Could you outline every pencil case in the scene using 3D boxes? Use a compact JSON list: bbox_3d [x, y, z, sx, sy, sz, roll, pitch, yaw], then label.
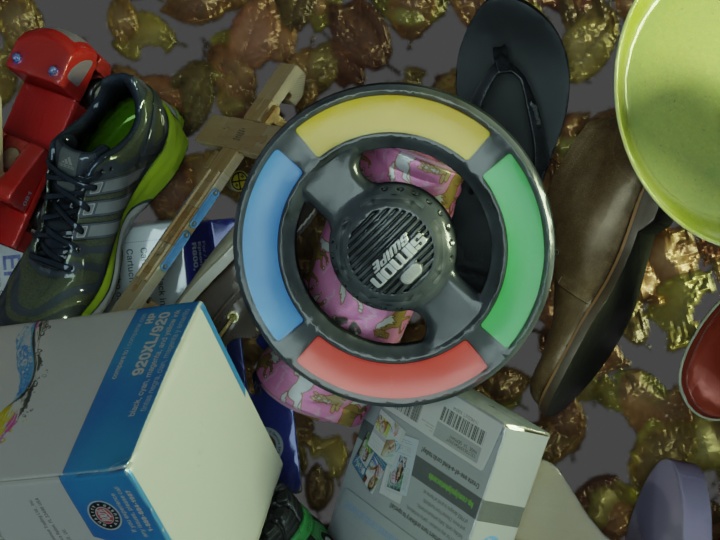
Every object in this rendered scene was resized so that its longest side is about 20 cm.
[{"bbox_3d":[0.000,0.000,1.188,0.086,0.083,0.201,25,104,3],"label":"pencil case"}]

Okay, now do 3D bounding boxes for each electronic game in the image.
[{"bbox_3d":[0.020,-0.014,1.120,0.198,0.042,0.202,1,101,6],"label":"electronic game"}]

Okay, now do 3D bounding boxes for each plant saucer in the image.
[{"bbox_3d":[0.241,-0.112,1.151,0.199,0.031,0.202,0,89,-20],"label":"plant saucer"}]

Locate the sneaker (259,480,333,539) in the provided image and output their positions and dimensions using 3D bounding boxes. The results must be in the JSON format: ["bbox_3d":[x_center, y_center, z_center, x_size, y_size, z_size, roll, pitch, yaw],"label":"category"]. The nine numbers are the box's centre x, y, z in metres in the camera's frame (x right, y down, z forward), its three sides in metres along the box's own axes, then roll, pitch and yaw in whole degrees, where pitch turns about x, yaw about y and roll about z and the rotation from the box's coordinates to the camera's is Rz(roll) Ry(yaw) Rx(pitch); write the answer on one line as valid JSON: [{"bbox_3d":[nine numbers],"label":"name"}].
[{"bbox_3d":[-0.101,0.215,1.219,0.199,0.078,0.085,-27,124,29],"label":"sneaker"}]

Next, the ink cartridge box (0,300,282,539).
[{"bbox_3d":[-0.176,0.127,1.109,0.199,0.145,0.148,-7,128,22],"label":"ink cartridge box"}]

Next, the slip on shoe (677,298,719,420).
[{"bbox_3d":[0.270,0.033,1.147,0.074,0.061,0.200,46,128,-2],"label":"slip on shoe"}]

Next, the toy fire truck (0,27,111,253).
[{"bbox_3d":[-0.239,-0.074,1.176,0.048,0.141,0.201,20,83,18],"label":"toy fire truck"}]

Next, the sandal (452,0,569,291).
[{"bbox_3d":[0.095,-0.079,1.199,0.075,0.043,0.202,6,95,7],"label":"sandal"}]

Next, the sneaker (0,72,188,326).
[{"bbox_3d":[-0.185,-0.043,1.186,0.073,0.081,0.201,14,68,23],"label":"sneaker"}]

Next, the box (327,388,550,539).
[{"bbox_3d":[0.035,0.170,1.174,0.041,0.156,0.201,15,96,-31],"label":"box"}]

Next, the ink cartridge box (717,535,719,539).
[{"bbox_3d":[0.301,0.134,1.135,0.083,0.146,0.201,31,97,6],"label":"ink cartridge box"}]

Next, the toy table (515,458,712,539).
[{"bbox_3d":[0.141,0.214,1.159,0.116,0.184,0.202,10,78,-9],"label":"toy table"}]

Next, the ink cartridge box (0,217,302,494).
[{"bbox_3d":[-0.148,0.068,1.243,0.198,0.041,0.201,-7,93,8],"label":"ink cartridge box"}]

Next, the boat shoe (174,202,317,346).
[{"bbox_3d":[-0.090,0.027,1.185,0.059,0.072,0.200,40,95,-7],"label":"boat shoe"}]

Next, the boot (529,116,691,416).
[{"bbox_3d":[0.147,-0.004,1.193,0.075,0.074,0.201,23,90,20],"label":"boot"}]

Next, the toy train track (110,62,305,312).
[{"bbox_3d":[-0.092,-0.045,1.194,0.032,0.115,0.201,39,79,-29],"label":"toy train track"}]
